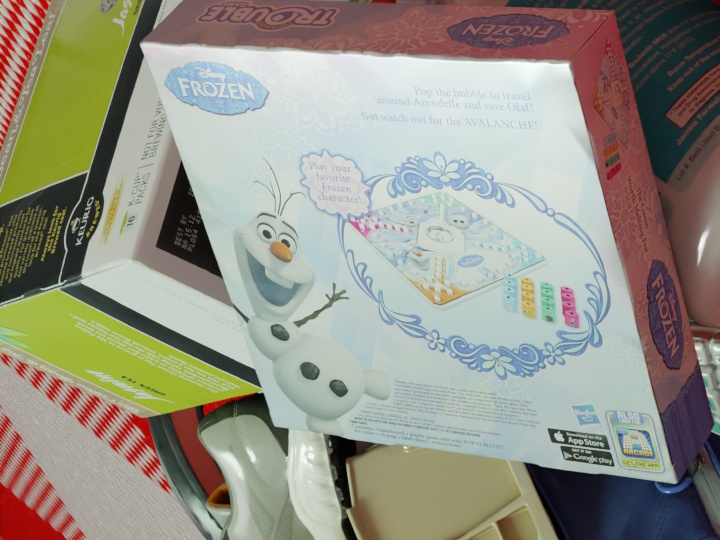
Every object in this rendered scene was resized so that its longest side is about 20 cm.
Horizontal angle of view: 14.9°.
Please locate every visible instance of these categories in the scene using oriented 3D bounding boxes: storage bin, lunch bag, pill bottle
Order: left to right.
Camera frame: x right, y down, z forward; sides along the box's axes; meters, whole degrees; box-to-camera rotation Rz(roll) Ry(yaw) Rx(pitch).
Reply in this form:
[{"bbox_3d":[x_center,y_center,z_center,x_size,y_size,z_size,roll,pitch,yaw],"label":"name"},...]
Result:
[{"bbox_3d":[0.076,0.194,1.438,0.200,0.094,0.199,65,-178,-69],"label":"storage bin"},{"bbox_3d":[0.107,-0.074,1.154,0.200,0.111,0.111,41,162,28],"label":"pill bottle"},{"bbox_3d":[0.178,0.150,1.430,0.136,0.132,0.200,-115,1,-46],"label":"lunch bag"}]

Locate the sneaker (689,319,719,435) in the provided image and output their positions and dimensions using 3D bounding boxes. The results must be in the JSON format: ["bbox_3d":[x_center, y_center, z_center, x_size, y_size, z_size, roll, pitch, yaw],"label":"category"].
[{"bbox_3d":[0.155,0.022,1.300,0.200,0.091,0.078,12,145,19],"label":"sneaker"}]

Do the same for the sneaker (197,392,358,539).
[{"bbox_3d":[-0.035,0.144,1.453,0.074,0.079,0.200,-82,-17,-59],"label":"sneaker"}]

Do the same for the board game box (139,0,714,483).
[{"bbox_3d":[0.028,-0.014,1.114,0.200,0.043,0.199,6,129,33],"label":"board game box"}]

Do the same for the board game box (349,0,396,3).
[{"bbox_3d":[0.046,-0.058,1.247,0.153,0.040,0.200,49,-156,-13],"label":"board game box"}]

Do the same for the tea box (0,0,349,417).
[{"bbox_3d":[-0.087,-0.050,1.396,0.134,0.200,0.197,28,156,-29],"label":"tea box"}]

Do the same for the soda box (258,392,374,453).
[{"bbox_3d":[-0.046,0.018,1.521,0.200,0.068,0.064,40,141,37],"label":"soda box"}]

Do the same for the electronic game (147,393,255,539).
[{"bbox_3d":[-0.047,0.107,1.566,0.200,0.042,0.200,38,-150,-27],"label":"electronic game"}]

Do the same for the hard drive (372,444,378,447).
[{"bbox_3d":[0.100,0.130,1.582,0.200,0.139,0.033,59,-174,-31],"label":"hard drive"}]
